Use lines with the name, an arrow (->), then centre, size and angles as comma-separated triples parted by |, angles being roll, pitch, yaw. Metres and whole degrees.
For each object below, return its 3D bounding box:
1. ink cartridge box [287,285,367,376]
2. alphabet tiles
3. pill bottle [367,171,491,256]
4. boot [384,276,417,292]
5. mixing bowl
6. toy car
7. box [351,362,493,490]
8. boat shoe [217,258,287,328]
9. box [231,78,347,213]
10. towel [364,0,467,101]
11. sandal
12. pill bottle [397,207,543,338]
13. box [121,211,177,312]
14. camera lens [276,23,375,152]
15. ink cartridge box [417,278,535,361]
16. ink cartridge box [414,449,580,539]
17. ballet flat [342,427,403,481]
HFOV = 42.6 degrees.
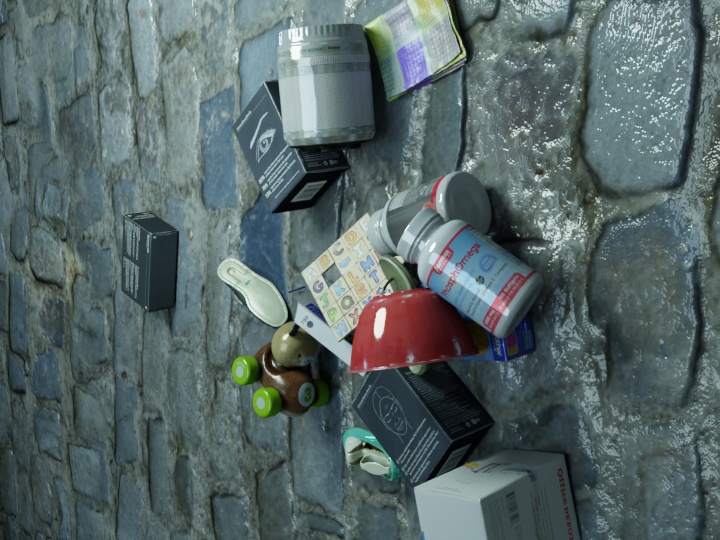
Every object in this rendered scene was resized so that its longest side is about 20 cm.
ink cartridge box -> -0.049, 0.107, 1.653 | 0.199, 0.099, 0.039 | 40, 105, 10
alphabet tiles -> 0.000, 0.000, 1.602 | 0.200, 0.008, 0.168 | -41, 53, 14
pill bottle -> 0.103, -0.080, 1.471 | 0.199, 0.110, 0.112 | -17, 87, 50
boot -> 0.034, 0.052, 1.629 | 0.199, 0.074, 0.109 | 3, 82, 55
mixing bowl -> 0.071, 0.086, 1.378 | 0.199, 0.198, 0.110 | -16, 81, 50
toy car -> -0.119, 0.163, 1.768 | 0.158, 0.163, 0.201 | 50, 121, 29
box -> 0.100, 0.241, 1.559 | 0.201, 0.106, 0.149 | 51, 133, 27
boat shoe -> -0.216, 0.053, 1.927 | 0.200, 0.072, 0.068 | 40, 164, 27
box -> -0.133, -0.231, 1.712 | 0.148, 0.103, 0.202 | -40, 69, 47
towel -> 0.087, -0.369, 1.483 | 0.199, 0.023, 0.146 | -17, 87, 50
sandal -> 0.064, 0.072, 1.494 | 0.080, 0.057, 0.204 | 150, 106, -71
pill bottle -> 0.153, -0.001, 1.319 | 0.199, 0.108, 0.110 | 36, 127, 16
box -> -0.509, -0.022, 2.224 | 0.141, 0.078, 0.203 | 31, 121, 44
camera lens -> -0.058, -0.305, 1.563 | 0.159, 0.159, 0.203 | 6, 104, 48
ink cartridge box -> 0.190, 0.068, 1.437 | 0.199, 0.076, 0.139 | -7, 95, 48
ink cartridge box -> 0.208, 0.372, 1.395 | 0.144, 0.198, 0.149 | -7, 95, 51
ballet flat -> 0.015, 0.339, 1.712 | 0.199, 0.070, 0.068 | 9, 107, 48
